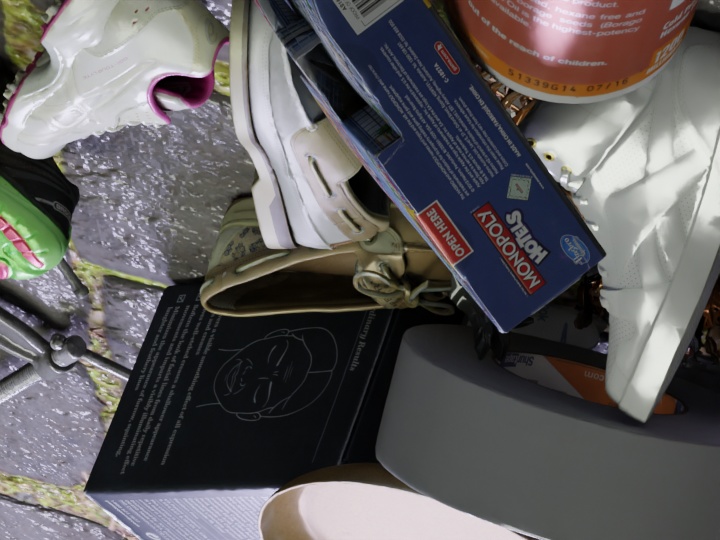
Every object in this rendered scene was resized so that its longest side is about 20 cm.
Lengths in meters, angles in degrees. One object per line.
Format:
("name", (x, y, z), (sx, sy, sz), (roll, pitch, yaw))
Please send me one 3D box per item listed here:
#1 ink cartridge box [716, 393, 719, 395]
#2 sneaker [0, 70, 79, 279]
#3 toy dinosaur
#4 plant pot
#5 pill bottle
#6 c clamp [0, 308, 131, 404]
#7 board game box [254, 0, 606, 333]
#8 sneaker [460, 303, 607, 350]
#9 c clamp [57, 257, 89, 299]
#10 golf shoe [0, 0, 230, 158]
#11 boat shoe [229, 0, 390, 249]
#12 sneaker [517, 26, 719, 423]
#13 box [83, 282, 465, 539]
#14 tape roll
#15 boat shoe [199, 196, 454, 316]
("ink cartridge box", (0.224, 0.136, 1.600), (0.099, 0.201, 0.039), (12, -160, -16))
("sneaker", (-0.228, -0.085, 1.586), (0.077, 0.084, 0.200), (-22, 114, 33))
("toy dinosaur", (0.115, -0.029, 1.462), (0.135, 0.102, 0.200), (-23, 96, 35))
("plant pot", (0.042, 0.157, 1.564), (0.199, 0.028, 0.200), (16, 151, 9))
("pill bottle", (0.099, -0.162, 1.184), (0.112, 0.112, 0.200), (19, 153, 3))
("c clamp", (-0.246, 0.064, 1.900), (0.171, 0.027, 0.200), (34, 149, -24))
("board game box", (0.009, -0.090, 1.327), (0.200, 0.062, 0.200), (54, 179, -20))
("sneaker", (0.105, 0.111, 1.631), (0.087, 0.075, 0.201), (-1, 109, 18))
("c clamp", (-0.236, -0.024, 1.608), (0.027, 0.200, 0.171), (-31, 98, 28))
("golf shoe", (-0.129, -0.096, 1.490), (0.091, 0.075, 0.200), (34, 152, -5))
("boat shoe", (-0.025, -0.082, 1.468), (0.068, 0.075, 0.200), (0, 150, 8))
("sneaker", (0.121, -0.032, 1.386), (0.115, 0.074, 0.201), (19, 115, 10))
("box", (-0.037, 0.090, 1.689), (0.200, 0.149, 0.107), (-5, 143, 41))
("tape roll", (0.110, 0.088, 1.498), (0.200, 0.066, 0.200), (15, -170, -3))
("boat shoe", (0.000, 0.000, 1.589), (0.200, 0.063, 0.073), (-1, 144, 40))
